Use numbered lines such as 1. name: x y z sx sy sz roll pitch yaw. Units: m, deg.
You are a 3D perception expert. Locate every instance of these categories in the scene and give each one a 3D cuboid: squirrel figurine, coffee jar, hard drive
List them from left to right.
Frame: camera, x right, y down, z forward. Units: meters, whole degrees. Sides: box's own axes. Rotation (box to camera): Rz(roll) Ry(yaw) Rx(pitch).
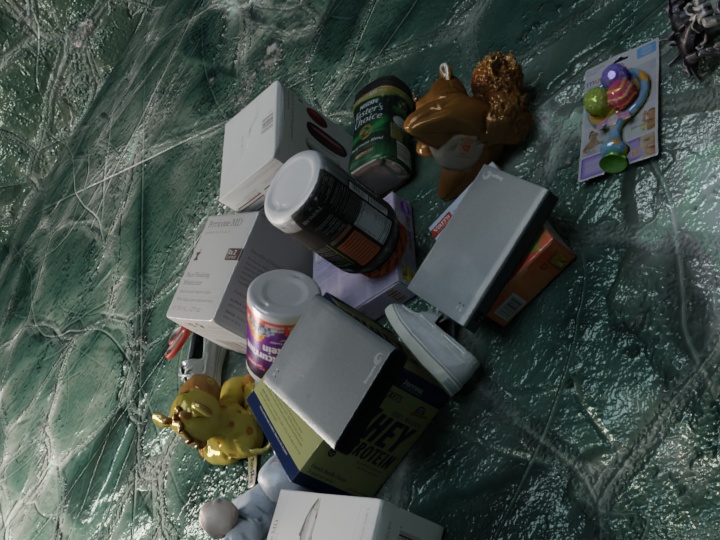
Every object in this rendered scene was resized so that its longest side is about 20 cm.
1. hard drive: -0.036 0.126 1.178 0.140 0.033 0.200 -58 36 -1
2. coffee jar: 0.035 -0.231 1.566 0.104 0.085 0.201 -28 44 36
3. squirrel figurine: 0.165 -0.239 1.399 0.199 0.142 0.187 -26 33 18
4. hard drive: 0.156 -0.033 1.208 0.201 0.033 0.139 -58 34 1

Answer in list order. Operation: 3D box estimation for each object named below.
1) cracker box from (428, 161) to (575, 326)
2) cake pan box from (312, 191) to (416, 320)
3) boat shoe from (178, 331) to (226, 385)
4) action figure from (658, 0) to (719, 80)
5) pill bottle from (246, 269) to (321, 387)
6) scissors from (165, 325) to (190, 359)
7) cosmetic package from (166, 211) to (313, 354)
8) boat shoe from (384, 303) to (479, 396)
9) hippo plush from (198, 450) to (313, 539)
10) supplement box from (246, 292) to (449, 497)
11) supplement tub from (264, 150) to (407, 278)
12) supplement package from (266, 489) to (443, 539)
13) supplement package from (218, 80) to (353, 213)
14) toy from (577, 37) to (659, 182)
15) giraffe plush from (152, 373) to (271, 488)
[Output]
1. cracker box: 0.186 -0.039 1.256 0.134 0.058 0.200 -46 37 17
2. cake pan box: 0.000 0.000 1.466 0.200 0.052 0.185 -34 39 31
3. boat shoe: -0.291 0.178 1.659 0.070 0.071 0.202 -24 47 40
4. action figure: 0.432 -0.306 1.115 0.200 0.101 0.120 102 159 -81
5. pill bottle: -0.118 0.108 1.407 0.112 0.111 0.201 -109 19 -49
6. scissors: -0.290 0.077 1.672 0.200 0.014 0.073 -48 22 15
7. cosmetic package: -0.193 0.026 1.583 0.164 0.165 0.201 0 64 50
8. boat shoe: 0.100 0.094 1.265 0.071 0.070 0.201 -38 35 -2
9. hippo plush: -0.115 0.342 1.304 0.161 0.159 0.200 -42 -9 -7
10. supplement box: -0.023 0.177 1.283 0.200 0.134 0.200 -53 36 7
11. supplement tub: -0.030 -0.075 1.343 0.122 0.200 0.123 -28 44 32
12. supplement package: -0.015 0.350 1.157 0.199 0.117 0.118 -10 57 48
13. supplement package: -0.121 -0.178 1.620 0.147 0.199 0.192 -32 43 32
14. toy: 0.332 -0.221 1.221 0.115 0.047 0.201 -19 51 41
15. giraffe plush: -0.238 0.235 1.482 0.173 0.162 0.201 -44 36 19
